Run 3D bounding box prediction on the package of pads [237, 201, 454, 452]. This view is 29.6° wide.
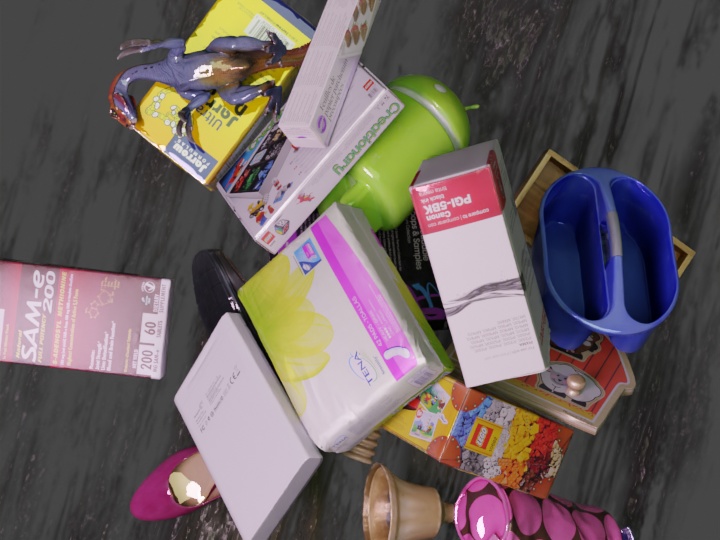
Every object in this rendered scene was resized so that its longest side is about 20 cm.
[{"bbox_3d":[-0.021,0.059,1.340,0.154,0.068,0.201,-40,65,21],"label":"package of pads"}]

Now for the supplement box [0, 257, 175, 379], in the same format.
[{"bbox_3d":[-0.304,0.051,1.458,0.197,0.061,0.110,6,90,-3],"label":"supplement box"}]

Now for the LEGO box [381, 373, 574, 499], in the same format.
[{"bbox_3d":[0.095,0.149,1.393,0.148,0.199,0.078,24,89,-32],"label":"LEGO box"}]

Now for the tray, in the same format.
[{"bbox_3d":[0.260,-0.036,1.506,0.199,0.037,0.099,35,88,-2],"label":"tray"}]

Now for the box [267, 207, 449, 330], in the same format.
[{"bbox_3d":[0.000,0.000,1.463,0.197,0.036,0.145,-4,64,-2],"label":"box"}]

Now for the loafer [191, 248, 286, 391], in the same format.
[{"bbox_3d":[-0.115,0.062,1.475,0.072,0.073,0.202,-24,85,-41],"label":"loafer"}]

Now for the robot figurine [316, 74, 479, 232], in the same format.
[{"bbox_3d":[0.036,-0.125,1.440,0.175,0.116,0.200,32,67,33],"label":"robot figurine"}]

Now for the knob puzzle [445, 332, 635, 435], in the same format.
[{"bbox_3d":[0.200,0.077,1.434,0.217,0.221,0.031,10,122,-4],"label":"knob puzzle"}]

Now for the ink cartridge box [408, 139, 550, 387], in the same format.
[{"bbox_3d":[0.117,-0.009,1.304,0.082,0.147,0.202,-14,102,12],"label":"ink cartridge box"}]

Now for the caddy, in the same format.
[{"bbox_3d":[0.250,-0.012,1.401,0.139,0.105,0.202,3,57,-6],"label":"caddy"}]

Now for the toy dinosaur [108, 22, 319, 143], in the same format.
[{"bbox_3d":[-0.158,-0.186,1.364,0.180,0.199,0.106,5,105,32],"label":"toy dinosaur"}]

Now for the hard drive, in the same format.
[{"bbox_3d":[-0.119,0.161,1.390,0.026,0.201,0.133,6,128,-41],"label":"hard drive"}]

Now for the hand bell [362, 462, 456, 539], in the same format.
[{"bbox_3d":[0.110,0.263,1.485,0.197,0.104,0.106,3,90,-16],"label":"hand bell"}]

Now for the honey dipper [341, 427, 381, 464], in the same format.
[{"bbox_3d":[0.027,0.111,1.495,0.038,0.038,0.202,19,85,-3],"label":"honey dipper"}]

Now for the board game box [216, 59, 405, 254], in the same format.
[{"bbox_3d":[-0.055,-0.127,1.390,0.200,0.126,0.035,-48,128,7],"label":"board game box"}]

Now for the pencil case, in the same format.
[{"bbox_3d":[0.191,0.277,1.429,0.198,0.094,0.091,19,133,-35],"label":"pencil case"}]

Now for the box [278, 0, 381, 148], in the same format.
[{"bbox_3d":[-0.027,-0.216,1.364,0.041,0.039,0.202,3,62,32],"label":"box"}]

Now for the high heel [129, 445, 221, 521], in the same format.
[{"bbox_3d":[-0.159,0.215,1.449,0.199,0.096,0.068,-30,92,-3],"label":"high heel"}]

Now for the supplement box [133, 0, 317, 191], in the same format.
[{"bbox_3d":[-0.141,-0.198,1.442,0.109,0.109,0.201,37,88,-1],"label":"supplement box"}]
